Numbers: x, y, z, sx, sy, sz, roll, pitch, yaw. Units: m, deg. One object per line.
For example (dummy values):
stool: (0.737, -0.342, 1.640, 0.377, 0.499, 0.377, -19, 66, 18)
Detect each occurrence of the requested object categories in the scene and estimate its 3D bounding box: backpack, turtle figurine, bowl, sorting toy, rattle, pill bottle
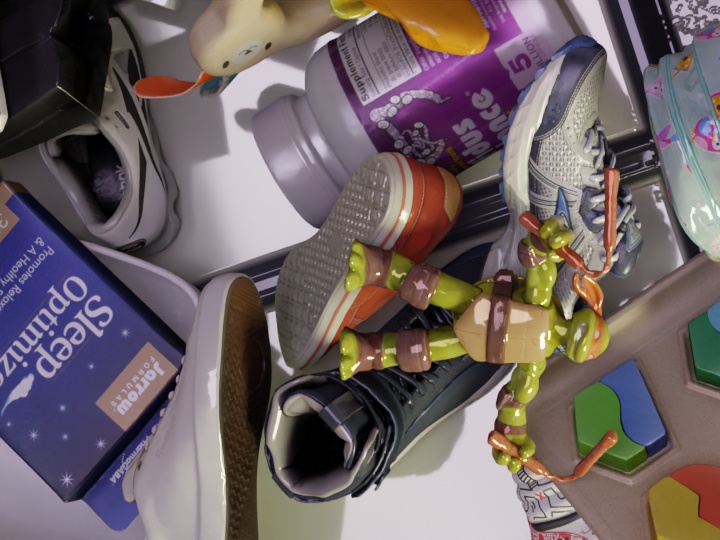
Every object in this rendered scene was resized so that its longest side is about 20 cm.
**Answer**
backpack: (0.230, -0.072, 1.112, 0.127, 0.200, 0.167, -25, 83, 12)
turtle figurine: (0.072, 0.021, 1.108, 0.161, 0.064, 0.200, 8, 120, 4)
bowl: (-0.193, 0.079, 1.279, 0.200, 0.075, 0.200, 15, 92, 15)
sorting toy: (0.206, 0.094, 1.143, 0.185, 0.036, 0.200, -33, 61, -9)
rattle: (-0.029, -0.121, 1.153, 0.200, 0.130, 0.143, -43, 84, 20)
pill bottle: (0.038, -0.109, 1.207, 0.200, 0.112, 0.112, -31, 81, 12)

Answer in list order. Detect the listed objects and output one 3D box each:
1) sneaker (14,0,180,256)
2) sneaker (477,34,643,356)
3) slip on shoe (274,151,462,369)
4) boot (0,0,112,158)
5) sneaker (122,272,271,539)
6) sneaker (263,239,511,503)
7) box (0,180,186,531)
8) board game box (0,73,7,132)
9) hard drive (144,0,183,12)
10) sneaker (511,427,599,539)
sneaker: (-0.178, -0.108, 1.276, 0.074, 0.089, 0.200, -27, 81, 13)
sneaker: (0.127, -0.038, 1.136, 0.085, 0.077, 0.200, 20, 122, 22)
slip on shoe: (0.000, 0.000, 1.196, 0.200, 0.061, 0.074, -53, 41, 47)
boot: (-0.245, -0.140, 1.256, 0.200, 0.066, 0.165, -25, 66, 37)
sneaker: (-0.105, 0.098, 1.173, 0.085, 0.073, 0.200, 6, 93, 25)
sneaker: (0.024, 0.061, 1.189, 0.077, 0.146, 0.202, 42, 97, 13)
box: (-0.186, 0.054, 1.226, 0.200, 0.032, 0.121, 42, 97, 10)
board game box: (-0.312, -0.135, 1.257, 0.200, 0.026, 0.200, -29, 62, 31)
hard drive: (-0.133, -0.267, 1.177, 0.132, 0.026, 0.200, 21, 95, 23)
sneaker: (0.190, 0.119, 1.184, 0.201, 0.067, 0.108, -25, 85, 15)
